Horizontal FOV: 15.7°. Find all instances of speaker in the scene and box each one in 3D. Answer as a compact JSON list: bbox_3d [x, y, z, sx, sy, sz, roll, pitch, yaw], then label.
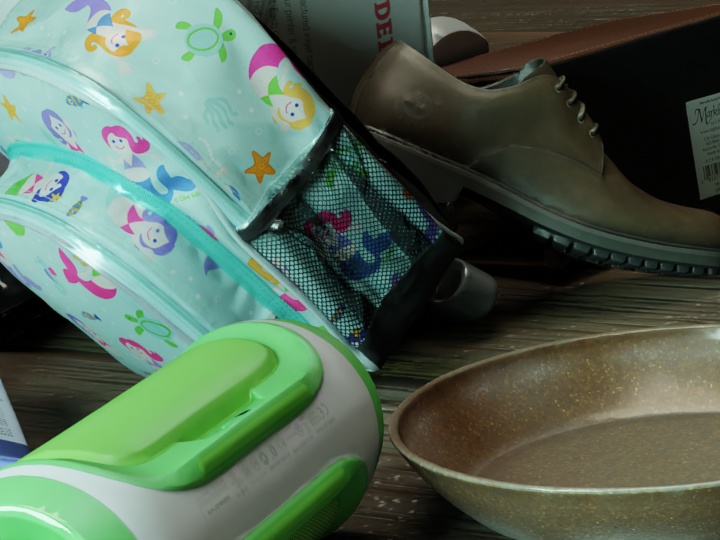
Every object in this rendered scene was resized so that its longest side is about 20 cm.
[{"bbox_3d":[-0.062,0.077,0.853,0.088,0.089,0.200,-1,14,23],"label":"speaker"}]

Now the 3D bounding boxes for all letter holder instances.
[{"bbox_3d":[0.114,-0.072,1.362,0.200,0.101,0.142,-18,12,-40],"label":"letter holder"}]

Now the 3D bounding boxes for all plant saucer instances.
[{"bbox_3d":[0.111,0.062,0.938,0.200,0.037,0.200,-7,13,2],"label":"plant saucer"}]

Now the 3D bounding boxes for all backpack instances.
[{"bbox_3d":[-0.079,-0.042,1.108,0.151,0.200,0.177,-49,31,-18],"label":"backpack"}]

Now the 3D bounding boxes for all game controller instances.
[{"bbox_3d":[-0.110,-0.012,1.319,0.104,0.042,0.200,-14,8,32],"label":"game controller"}]

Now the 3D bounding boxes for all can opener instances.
[{"bbox_3d":[0.000,0.000,1.252,0.066,0.053,0.200,26,1,-24],"label":"can opener"}]

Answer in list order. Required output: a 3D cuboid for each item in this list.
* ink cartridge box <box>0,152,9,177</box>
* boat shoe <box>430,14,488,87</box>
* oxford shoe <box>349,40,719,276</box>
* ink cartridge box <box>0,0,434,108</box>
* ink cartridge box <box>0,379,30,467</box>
[{"bbox_3d":[-0.224,-0.096,1.320,0.160,0.201,0.047,-19,15,-32],"label":"ink cartridge box"},{"bbox_3d":[0.035,-0.112,1.480,0.066,0.072,0.200,40,4,14],"label":"boat shoe"},{"bbox_3d":[0.092,-0.052,1.211,0.199,0.085,0.073,22,-3,-14],"label":"oxford shoe"},{"bbox_3d":[-0.074,-0.127,1.242,0.199,0.145,0.084,-21,43,-17],"label":"ink cartridge box"},{"bbox_3d":[-0.191,0.067,1.002,0.119,0.042,0.200,7,12,-15],"label":"ink cartridge box"}]
